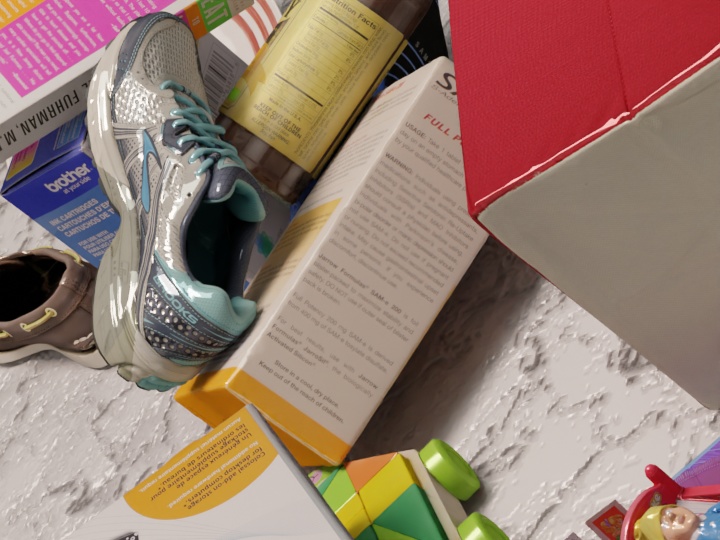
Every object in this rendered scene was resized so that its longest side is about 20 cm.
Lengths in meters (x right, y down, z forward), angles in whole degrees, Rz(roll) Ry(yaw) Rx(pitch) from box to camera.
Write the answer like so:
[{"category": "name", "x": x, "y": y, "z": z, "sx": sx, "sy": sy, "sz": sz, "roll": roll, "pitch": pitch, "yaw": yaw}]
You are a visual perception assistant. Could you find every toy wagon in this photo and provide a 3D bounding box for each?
[{"category": "toy wagon", "x": -0.008, "y": 0.145, "z": 1.396, "sx": 0.155, "sy": 0.040, "sz": 0.200, "roll": -44, "pitch": 29, "yaw": 9}]

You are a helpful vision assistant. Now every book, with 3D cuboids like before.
[{"category": "book", "x": -0.174, "y": -0.133, "z": 1.567, "sx": 0.200, "sy": 0.048, "sz": 0.134, "roll": -33, "pitch": 50, "yaw": -13}]

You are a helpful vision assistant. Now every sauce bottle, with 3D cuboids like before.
[{"category": "sauce bottle", "x": -0.004, "y": -0.131, "z": 1.557, "sx": 0.200, "sy": 0.065, "sz": 0.065, "roll": -55, "pitch": 29, "yaw": -2}]

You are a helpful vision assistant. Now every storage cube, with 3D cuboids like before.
[{"category": "storage cube", "x": 0.155, "y": -0.082, "z": 1.283, "sx": 0.171, "sy": 0.200, "sz": 0.180, "roll": -33, "pitch": 39, "yaw": 27}]

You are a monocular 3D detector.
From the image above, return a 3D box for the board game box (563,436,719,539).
[{"category": "board game box", "x": 0.146, "y": 0.113, "z": 1.218, "sx": 0.200, "sy": 0.039, "sz": 0.158, "roll": -43, "pitch": 29, "yaw": 13}]

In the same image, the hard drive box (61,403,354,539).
[{"category": "hard drive box", "x": -0.053, "y": 0.175, "z": 1.274, "sx": 0.156, "sy": 0.077, "sz": 0.200, "roll": -37, "pitch": 41, "yaw": -4}]

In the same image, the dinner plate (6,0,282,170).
[{"category": "dinner plate", "x": -0.128, "y": -0.102, "z": 1.821, "sx": 0.200, "sy": 0.024, "sz": 0.200, "roll": -13, "pitch": 59, "yaw": 22}]

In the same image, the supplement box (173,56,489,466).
[{"category": "supplement box", "x": 0.000, "y": 0.000, "z": 1.489, "sx": 0.200, "sy": 0.074, "sz": 0.126, "roll": -57, "pitch": 10, "yaw": -12}]

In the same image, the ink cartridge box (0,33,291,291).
[{"category": "ink cartridge box", "x": -0.110, "y": -0.065, "z": 1.621, "sx": 0.076, "sy": 0.200, "sz": 0.137, "roll": -25, "pitch": 37, "yaw": 37}]

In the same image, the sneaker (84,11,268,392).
[{"category": "sneaker", "x": -0.081, "y": -0.043, "z": 1.477, "sx": 0.086, "sy": 0.078, "sz": 0.200, "roll": -26, "pitch": 60, "yaw": 40}]

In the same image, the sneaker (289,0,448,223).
[{"category": "sneaker", "x": 0.013, "y": -0.085, "z": 1.622, "sx": 0.070, "sy": 0.078, "sz": 0.200, "roll": -10, "pitch": 68, "yaw": 46}]

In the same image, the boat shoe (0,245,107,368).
[{"category": "boat shoe", "x": -0.203, "y": 0.017, "z": 1.800, "sx": 0.200, "sy": 0.060, "sz": 0.072, "roll": 7, "pitch": 62, "yaw": 57}]
